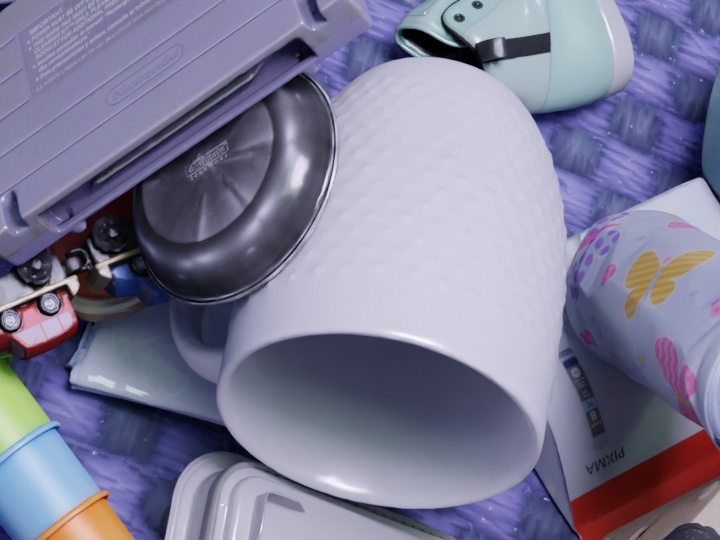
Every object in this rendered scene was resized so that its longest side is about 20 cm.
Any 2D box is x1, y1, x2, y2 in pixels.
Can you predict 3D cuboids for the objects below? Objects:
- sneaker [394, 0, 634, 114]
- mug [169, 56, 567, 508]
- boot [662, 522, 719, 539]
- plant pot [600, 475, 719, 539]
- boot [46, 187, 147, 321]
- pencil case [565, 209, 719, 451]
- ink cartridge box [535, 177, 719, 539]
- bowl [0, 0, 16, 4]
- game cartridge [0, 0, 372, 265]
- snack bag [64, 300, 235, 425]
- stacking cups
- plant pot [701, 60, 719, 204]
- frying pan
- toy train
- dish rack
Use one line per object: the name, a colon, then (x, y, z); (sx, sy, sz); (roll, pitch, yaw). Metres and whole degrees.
sneaker: (0.060, -0.175, 1.214); (0.118, 0.074, 0.201); (-18, 76, -33)
mug: (0.000, 0.000, 1.030); (0.148, 0.199, 0.176); (52, 39, -43)
boot: (0.142, 0.205, 0.853); (0.131, 0.070, 0.200); (-34, 64, -25)
plant pot: (0.158, 0.208, 0.988); (0.177, 0.200, 0.200); (48, 60, 0)
boot: (-0.112, -0.077, 1.083); (0.074, 0.107, 0.201); (8, 59, 11)
pencil case: (0.165, 0.031, 1.038); (0.083, 0.200, 0.091); (-45, 112, -1)
ink cartridge box: (0.162, 0.068, 1.155); (0.159, 0.047, 0.201); (-24, 74, -27)
bowl: (-0.135, -0.229, 1.104); (0.198, 0.075, 0.201); (-8, 48, 17)
game cartridge: (-0.094, -0.103, 0.993); (0.038, 0.199, 0.130); (41, 23, -43)
snack bag: (-0.027, 0.000, 1.110); (0.199, 0.021, 0.190); (15, 60, 4)
stacking cups: (-0.152, 0.104, 1.022); (0.060, 0.061, 0.200); (-32, 81, -29)
plant pot: (0.260, -0.076, 1.194); (0.134, 0.201, 0.201); (13, 58, 20)
frying pan: (-0.055, -0.076, 0.992); (0.031, 0.114, 0.191); (31, 58, -47)
toy train: (-0.151, 0.017, 1.004); (0.199, 0.034, 0.046); (-25, 83, -23)
dish rack: (-0.015, 0.190, 1.013); (0.171, 0.043, 0.201); (24, 60, -28)
